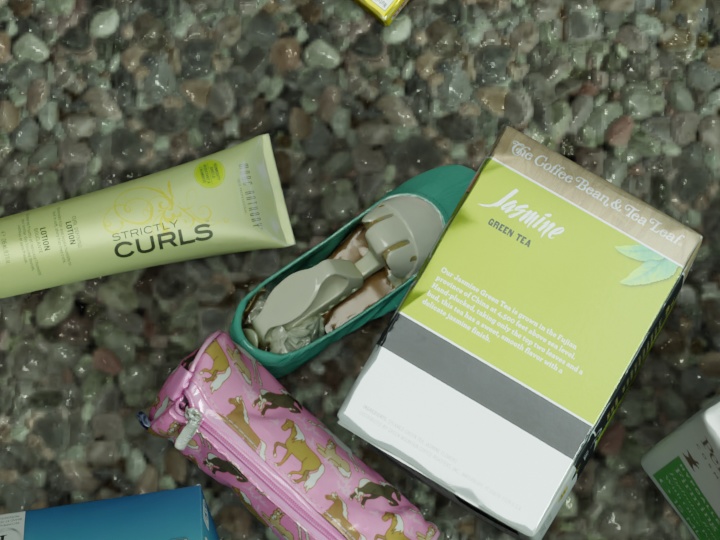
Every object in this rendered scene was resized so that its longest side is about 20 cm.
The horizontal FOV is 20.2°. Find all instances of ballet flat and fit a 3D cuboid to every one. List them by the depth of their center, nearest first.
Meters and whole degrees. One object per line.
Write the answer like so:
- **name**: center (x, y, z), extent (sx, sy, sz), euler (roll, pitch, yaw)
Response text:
- **ballet flat**: center (0.000, 0.000, 1.285), extent (0.200, 0.070, 0.068), euler (-37, 80, -1)

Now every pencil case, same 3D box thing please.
- **pencil case**: center (-0.041, 0.129, 1.245), extent (0.200, 0.083, 0.087), euler (43, 54, -3)

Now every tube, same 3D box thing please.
- **tube**: center (-0.147, -0.031, 1.317), extent (0.198, 0.052, 0.058), euler (-13, 121, -2)

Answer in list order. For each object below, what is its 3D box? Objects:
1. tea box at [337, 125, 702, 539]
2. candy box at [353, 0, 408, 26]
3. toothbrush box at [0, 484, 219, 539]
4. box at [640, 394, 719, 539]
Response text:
- **tea box**: center (0.097, 0.047, 1.204), extent (0.133, 0.200, 0.198), euler (30, 84, 9)
- **candy box**: center (-0.027, -0.263, 1.349), extent (0.200, 0.026, 0.102), euler (40, 89, 10)
- **toothbrush box**: center (-0.155, 0.242, 1.212), extent (0.145, 0.086, 0.201), euler (-9, 48, 3)
- **box**: center (0.309, 0.124, 1.172), extent (0.199, 0.171, 0.200), euler (-33, 80, -13)
